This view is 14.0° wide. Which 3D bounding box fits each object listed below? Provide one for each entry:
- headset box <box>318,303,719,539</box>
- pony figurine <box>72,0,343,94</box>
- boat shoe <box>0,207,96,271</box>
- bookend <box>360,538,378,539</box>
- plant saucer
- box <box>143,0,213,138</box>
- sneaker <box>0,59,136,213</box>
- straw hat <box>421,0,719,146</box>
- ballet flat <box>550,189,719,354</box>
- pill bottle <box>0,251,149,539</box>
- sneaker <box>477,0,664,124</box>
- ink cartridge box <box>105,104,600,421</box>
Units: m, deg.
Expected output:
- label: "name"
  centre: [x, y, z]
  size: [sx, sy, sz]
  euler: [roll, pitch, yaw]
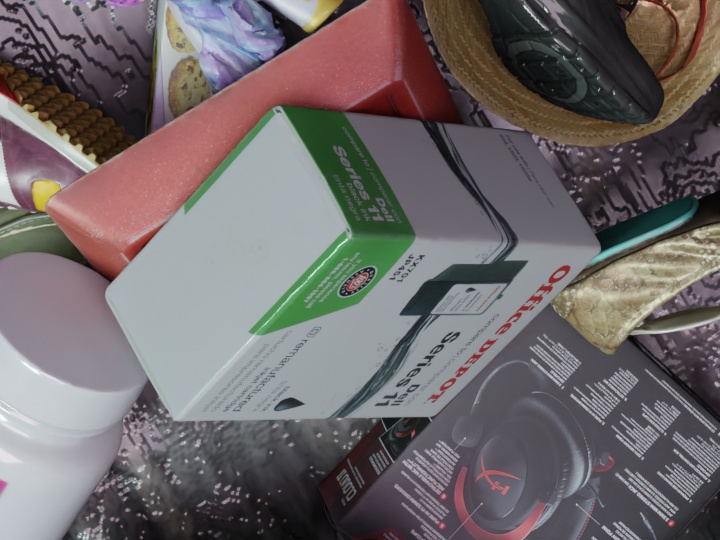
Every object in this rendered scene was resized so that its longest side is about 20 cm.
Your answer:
- label: "headset box"
  centre: [0.085, 0.115, 1.570]
  size: [0.149, 0.075, 0.200]
  euler: [41, 95, -15]
- label: "pony figurine"
  centre: [-0.098, -0.179, 1.410]
  size: [0.200, 0.167, 0.193]
  euler: [43, 73, -3]
- label: "boat shoe"
  centre: [-0.210, 0.019, 1.510]
  size: [0.200, 0.062, 0.072]
  euler: [-30, 106, -1]
- label: "bookend"
  centre: [-0.059, 0.250, 1.492]
  size: [0.200, 0.092, 0.199]
  euler: [-10, 73, 22]
- label: "plant saucer"
  centre: [-0.038, -0.037, 1.464]
  size: [0.200, 0.200, 0.037]
  euler: [-32, 66, 0]
- label: "box"
  centre: [-0.084, -0.133, 1.504]
  size: [0.041, 0.039, 0.200]
  euler: [6, 103, -9]
- label: "sneaker"
  centre: [-0.193, -0.056, 1.485]
  size: [0.200, 0.075, 0.090]
  euler: [31, 106, 3]
- label: "straw hat"
  centre: [0.097, -0.163, 1.495]
  size: [0.201, 0.085, 0.202]
  euler: [-7, 105, -25]
- label: "ballet flat"
  centre: [0.189, -0.016, 1.469]
  size: [0.200, 0.071, 0.065]
  euler: [-26, 104, 25]
- label: "pill bottle"
  centre: [-0.189, 0.093, 1.470]
  size: [0.113, 0.113, 0.200]
  euler: [26, 123, -14]
- label: "sneaker"
  centre: [0.092, -0.149, 1.409]
  size: [0.200, 0.076, 0.091]
  euler: [47, 70, -32]
- label: "ink cartridge box"
  centre: [0.000, 0.000, 1.430]
  size: [0.200, 0.083, 0.147]
  euler: [1, 140, -49]
